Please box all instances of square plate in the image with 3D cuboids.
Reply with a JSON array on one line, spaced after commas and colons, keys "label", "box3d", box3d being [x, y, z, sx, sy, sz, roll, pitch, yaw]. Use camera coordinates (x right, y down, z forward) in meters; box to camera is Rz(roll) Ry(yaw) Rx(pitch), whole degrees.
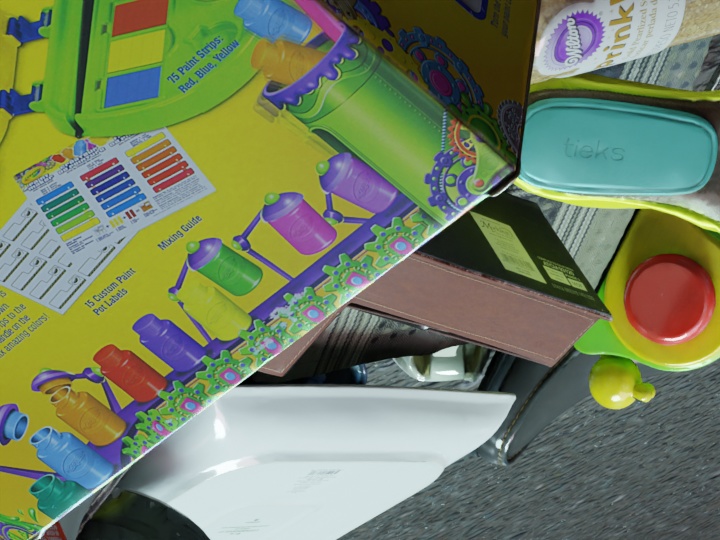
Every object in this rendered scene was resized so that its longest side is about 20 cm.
[{"label": "square plate", "box3d": [-0.057, 0.104, 1.243, 0.200, 0.028, 0.198, 4, 151, -47]}]

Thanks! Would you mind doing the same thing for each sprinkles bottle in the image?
[{"label": "sprinkles bottle", "box3d": [0.066, -0.105, 1.064, 0.200, 0.068, 0.068, -17, 160, -27]}]

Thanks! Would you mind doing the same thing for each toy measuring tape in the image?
[{"label": "toy measuring tape", "box3d": [0.164, -0.022, 1.279, 0.074, 0.074, 0.200, 9, 109, -61]}]

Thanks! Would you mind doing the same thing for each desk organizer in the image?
[{"label": "desk organizer", "box3d": [0.000, 0.000, 1.107, 0.200, 0.072, 0.077, 18, 122, -45]}]

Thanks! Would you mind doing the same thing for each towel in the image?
[{"label": "towel", "box3d": [0.048, -0.041, 1.193, 0.193, 0.035, 0.200, -9, 136, -36]}]

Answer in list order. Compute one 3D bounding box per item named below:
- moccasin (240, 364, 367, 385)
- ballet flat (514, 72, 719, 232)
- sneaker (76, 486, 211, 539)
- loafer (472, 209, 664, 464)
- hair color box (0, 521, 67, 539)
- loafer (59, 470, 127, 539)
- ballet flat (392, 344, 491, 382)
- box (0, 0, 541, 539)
[{"label": "moccasin", "box3d": [-0.036, 0.042, 1.291, 0.068, 0.081, 0.200, 5, -174, 9]}, {"label": "ballet flat", "box3d": [0.145, -0.048, 1.126, 0.200, 0.067, 0.067, 11, -164, -11]}, {"label": "sneaker", "box3d": [-0.136, 0.147, 1.186, 0.200, 0.074, 0.085, -15, 144, 27]}, {"label": "loafer", "box3d": [0.129, 0.023, 1.353, 0.200, 0.072, 0.073, -48, 163, -15]}, {"label": "hair color box", "box3d": [-0.182, 0.094, 1.067, 0.111, 0.200, 0.064, -33, 159, 22]}, {"label": "loafer", "box3d": [-0.132, 0.098, 1.114, 0.200, 0.072, 0.073, -43, 145, 18]}, {"label": "ballet flat", "box3d": [0.036, 0.014, 1.348, 0.068, 0.068, 0.200, -1, 161, 6]}, {"label": "box", "box3d": [-0.090, -0.064, 0.728, 0.193, 0.122, 0.200, 39, 125, -22]}]
